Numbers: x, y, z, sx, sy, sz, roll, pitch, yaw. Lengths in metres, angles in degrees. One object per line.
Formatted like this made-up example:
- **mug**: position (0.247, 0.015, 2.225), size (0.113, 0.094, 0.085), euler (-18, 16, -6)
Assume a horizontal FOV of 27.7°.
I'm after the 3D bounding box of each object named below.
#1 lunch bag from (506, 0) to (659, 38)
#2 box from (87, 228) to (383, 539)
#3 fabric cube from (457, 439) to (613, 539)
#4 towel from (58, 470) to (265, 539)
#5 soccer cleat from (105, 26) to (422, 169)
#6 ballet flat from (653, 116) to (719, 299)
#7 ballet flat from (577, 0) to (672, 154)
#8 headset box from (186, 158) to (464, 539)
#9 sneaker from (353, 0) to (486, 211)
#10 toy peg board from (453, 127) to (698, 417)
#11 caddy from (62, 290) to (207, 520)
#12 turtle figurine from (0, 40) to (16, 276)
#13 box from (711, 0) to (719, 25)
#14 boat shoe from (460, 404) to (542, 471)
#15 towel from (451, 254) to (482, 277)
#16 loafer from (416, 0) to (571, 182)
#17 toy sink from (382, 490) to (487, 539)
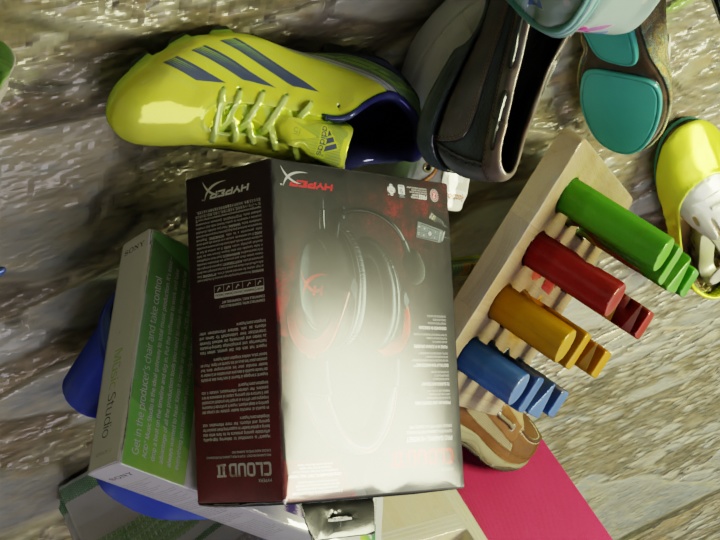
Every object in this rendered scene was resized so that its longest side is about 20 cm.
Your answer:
- **lunch bag**: position (0.120, -0.225, 0.719), size (0.076, 0.161, 0.201), euler (-6, 139, -35)
- **box**: position (-0.064, 0.080, 0.863), size (0.036, 0.146, 0.199), euler (-23, 141, 39)
- **fabric cube**: position (0.090, 0.267, 1.277), size (0.195, 0.200, 0.201), euler (7, 130, -44)
- **towel**: position (-0.123, 0.188, 0.995), size (0.149, 0.201, 0.031), euler (-38, 139, 6)
- **soccer cleat**: position (-0.045, -0.088, 0.818), size (0.198, 0.084, 0.065), euler (-5, 137, -37)
- **ballet flat**: position (0.277, -0.042, 1.168), size (0.066, 0.067, 0.201), euler (-28, 146, -7)
- **ballet flat**: position (0.177, -0.151, 0.957), size (0.070, 0.071, 0.200), euler (-32, 149, -2)
- **headset box**: position (-0.018, 0.048, 0.822), size (0.075, 0.203, 0.148), euler (-9, 170, 43)
- **sneaker**: position (0.059, -0.089, 0.909), size (0.072, 0.085, 0.201), euler (5, 129, -41)
- **toy peg board**: position (0.149, 0.030, 1.033), size (0.200, 0.097, 0.200), euler (-58, 158, 3)
- **caddy**: position (-0.092, 0.076, 0.936), size (0.199, 0.142, 0.105), euler (7, 134, -46)
- **turtle figurine**: position (-0.240, -0.023, 0.683), size (0.198, 0.144, 0.195), euler (-11, 137, -36)
- **box**: position (0.302, -0.198, 0.862), size (0.198, 0.149, 0.104), euler (-20, 142, 15)
- **boat shoe**: position (0.105, 0.110, 1.208), size (0.074, 0.076, 0.200), euler (-45, 146, 11)
- **towel**: position (0.000, 0.000, 0.971), size (0.086, 0.018, 0.199), euler (-7, 177, 44)
- **loafer**: position (0.104, -0.142, 0.836), size (0.072, 0.063, 0.202), euler (24, 92, -47)
- **toy sink**: position (0.003, 0.213, 1.134), size (0.111, 0.201, 0.131), euler (-7, 140, -34)
